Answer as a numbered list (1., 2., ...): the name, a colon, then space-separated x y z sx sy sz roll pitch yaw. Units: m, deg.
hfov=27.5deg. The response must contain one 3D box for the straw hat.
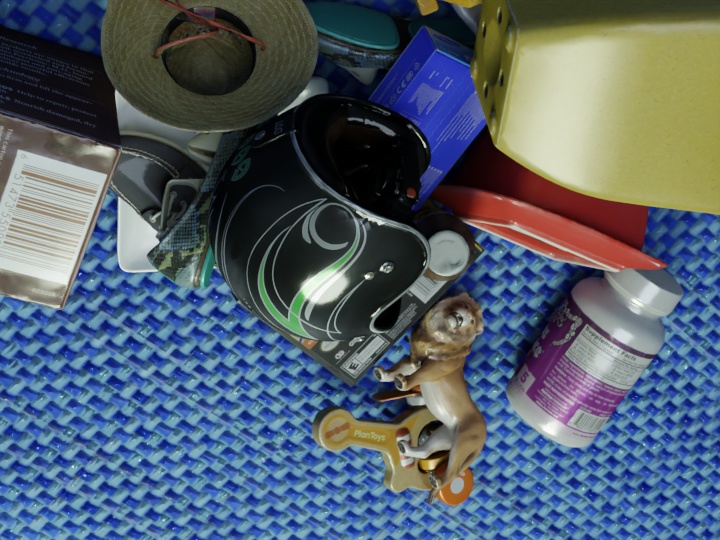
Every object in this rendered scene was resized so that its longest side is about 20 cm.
1. straw hat: -0.134 -0.183 1.303 0.201 0.201 0.085 -6 152 -10

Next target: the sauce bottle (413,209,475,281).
1. sauce bottle: 0.073 -0.023 1.356 0.065 0.200 0.065 0 93 -1

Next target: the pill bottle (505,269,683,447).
1. pill bottle: 0.249 0.079 1.552 0.112 0.112 0.200 24 110 -24

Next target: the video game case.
1. video game case: 0.000 0.000 1.472 0.200 0.026 0.181 -46 127 6

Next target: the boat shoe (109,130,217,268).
1. boat shoe: -0.162 -0.059 1.366 0.200 0.063 0.073 35 109 -26

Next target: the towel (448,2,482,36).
1. towel: 0.183 -0.229 1.345 0.200 0.024 0.147 47 73 -8

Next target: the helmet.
1. helmet: -0.032 -0.035 1.258 0.200 0.200 0.191 19 133 -22

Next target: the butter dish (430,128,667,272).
1. butter dish: 0.192 -0.094 1.422 0.200 0.199 0.148 22 88 -23

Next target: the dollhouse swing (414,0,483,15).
1. dollhouse swing: 0.103 -0.362 1.243 0.200 0.182 0.176 -21 143 -1

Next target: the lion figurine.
1. lion figurine: 0.091 0.131 1.536 0.122 0.072 0.200 -23 107 -30

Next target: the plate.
1. plate: -0.134 -0.095 1.408 0.199 0.032 0.200 -3 120 -12

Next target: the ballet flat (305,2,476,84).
1. ballet flat: 0.031 -0.200 1.362 0.199 0.074 0.074 5 118 -12

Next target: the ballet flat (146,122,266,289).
1. ballet flat: -0.136 -0.083 1.325 0.074 0.074 0.200 30 71 -26

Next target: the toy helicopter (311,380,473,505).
1. toy helicopter: 0.039 0.169 1.569 0.200 0.079 0.133 13 93 -32

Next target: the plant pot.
1. plant pot: 0.201 -0.177 1.213 0.199 0.194 0.196 -1 132 -9

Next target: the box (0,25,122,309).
1. box: -0.311 -0.099 1.265 0.164 0.200 0.166 15 114 -20

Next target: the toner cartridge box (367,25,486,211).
1. toner cartridge box: 0.042 -0.120 1.351 0.095 0.043 0.200 20 121 -33
